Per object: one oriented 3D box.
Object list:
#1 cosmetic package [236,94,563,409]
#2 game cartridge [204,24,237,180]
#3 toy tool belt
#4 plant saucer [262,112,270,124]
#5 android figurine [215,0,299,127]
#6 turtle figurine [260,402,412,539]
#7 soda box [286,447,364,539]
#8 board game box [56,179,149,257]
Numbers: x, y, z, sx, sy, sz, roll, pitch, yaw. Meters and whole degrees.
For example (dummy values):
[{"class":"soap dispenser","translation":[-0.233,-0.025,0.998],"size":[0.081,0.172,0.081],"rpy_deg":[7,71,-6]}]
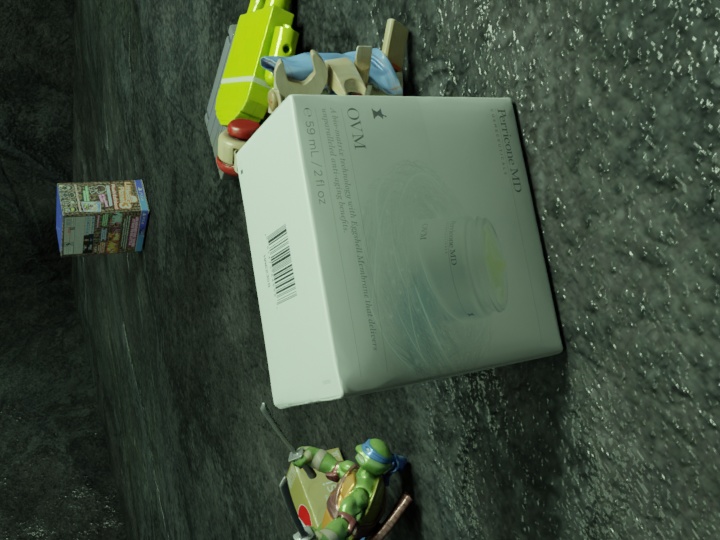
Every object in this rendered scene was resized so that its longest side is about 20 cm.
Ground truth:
[{"class":"cosmetic package","translation":[0.028,-0.016,0.583],"size":[0.122,0.196,0.205],"rpy_deg":[-23,76,59]},{"class":"game cartridge","translation":[-0.188,-0.244,1.140],"size":[0.132,0.038,0.201],"rpy_deg":[67,149,22]},{"class":"toy tool belt","translation":[-0.039,-0.162,0.690],"size":[0.124,0.197,0.126],"rpy_deg":[38,131,42]},{"class":"plant saucer","translation":[-0.085,-0.149,0.954],"size":[0.199,0.035,0.206],"rpy_deg":[20,113,60]},{"class":"android figurine","translation":[-0.134,-0.261,0.966],"size":[0.181,0.040,0.205],"rpy_deg":[17,93,59]},{"class":"turtle figurine","translation":[-0.058,0.251,0.782],"size":[0.143,0.197,0.198],"rpy_deg":[31,106,47]},{"class":"soda box","translation":[-0.026,0.318,0.902],"size":[0.202,0.066,0.065],"rpy_deg":[63,146,34]},{"class":"board game box","translation":[-0.621,-0.125,1.829],"size":[0.098,0.196,0.161],"rpy_deg":[67,148,29]}]
